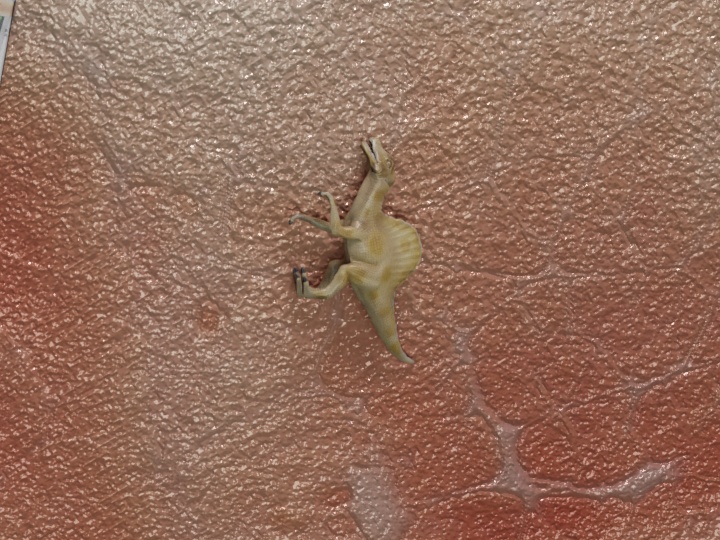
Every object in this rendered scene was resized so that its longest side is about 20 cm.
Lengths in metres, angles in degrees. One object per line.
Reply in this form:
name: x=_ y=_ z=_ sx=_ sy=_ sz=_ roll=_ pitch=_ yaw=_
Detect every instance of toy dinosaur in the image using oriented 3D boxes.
toy dinosaur: x=0.000 y=0.000 z=1.881 sx=0.101 sy=0.058 sz=0.200 roll=-9 pitch=113 yaw=-8

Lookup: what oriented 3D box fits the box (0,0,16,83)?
box: x=-0.327 y=-0.121 z=1.784 sx=0.110 sy=0.035 sz=0.200 roll=9 pitch=110 yaw=-14
